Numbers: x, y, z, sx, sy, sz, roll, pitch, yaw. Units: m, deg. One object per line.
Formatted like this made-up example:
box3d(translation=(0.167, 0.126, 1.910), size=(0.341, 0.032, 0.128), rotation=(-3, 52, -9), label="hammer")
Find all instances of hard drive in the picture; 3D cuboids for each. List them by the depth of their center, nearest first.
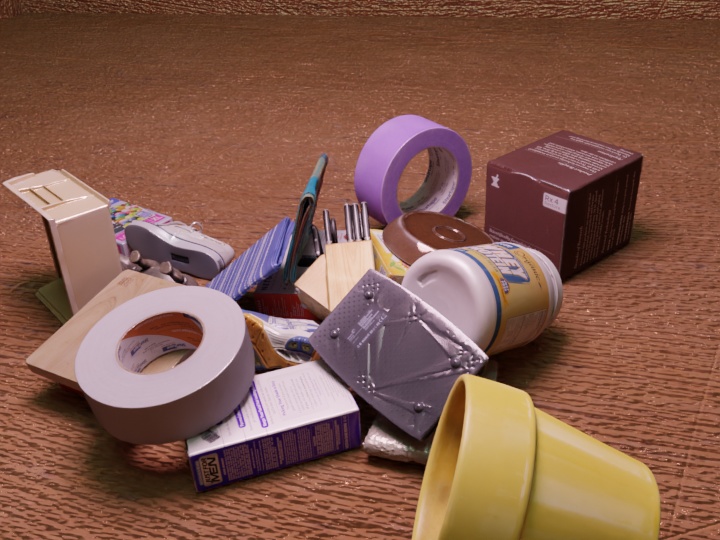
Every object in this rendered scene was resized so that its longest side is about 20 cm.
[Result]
box3d(translation=(0.044, 0.098, 0.883), size=(0.200, 0.042, 0.135), rotation=(37, 82, 34), label="hard drive")

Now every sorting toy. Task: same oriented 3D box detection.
box3d(translation=(-0.299, 0.105, 0.998), size=(0.198, 0.070, 0.200), rotation=(13, 44, 25), label="sorting toy")

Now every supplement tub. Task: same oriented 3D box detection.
box3d(translation=(0.163, 0.038, 0.972), size=(0.144, 0.145, 0.199), rotation=(26, 23, 39), label="supplement tub")

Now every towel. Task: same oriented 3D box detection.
box3d(translation=(0.093, 0.168, 0.909), size=(0.132, 0.035, 0.200), rotation=(7, 32, 20), label="towel")
box3d(translation=(-0.176, 0.012, 1.097), size=(0.200, 0.024, 0.145), rotation=(-37, 22, 25), label="towel")
box3d(translation=(-0.080, -0.084, 1.126), size=(0.022, 0.147, 0.200), rotation=(16, 25, -2), label="towel")

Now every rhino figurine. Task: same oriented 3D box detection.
box3d(translation=(-0.333, 0.012, 1.168), size=(0.199, 0.087, 0.060), rotation=(18, 75, 34), label="rhino figurine")

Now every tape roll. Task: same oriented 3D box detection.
box3d(translation=(-0.228, 0.106, 0.875), size=(0.199, 0.066, 0.201), rotation=(-5, 38, 4), label="tape roll")
box3d(translation=(0.094, -0.164, 1.295), size=(0.199, 0.201, 0.085), rotation=(-21, 35, -26), label="tape roll")

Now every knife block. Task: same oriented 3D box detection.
box3d(translation=(0.000, 0.000, 1.057), size=(0.200, 0.064, 0.176), rotation=(35, 70, 23), label="knife block")

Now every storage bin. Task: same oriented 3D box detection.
box3d(translation=(-0.448, -0.033, 1.131), size=(0.094, 0.201, 0.198), rotation=(-26, 38, -34), label="storage bin")

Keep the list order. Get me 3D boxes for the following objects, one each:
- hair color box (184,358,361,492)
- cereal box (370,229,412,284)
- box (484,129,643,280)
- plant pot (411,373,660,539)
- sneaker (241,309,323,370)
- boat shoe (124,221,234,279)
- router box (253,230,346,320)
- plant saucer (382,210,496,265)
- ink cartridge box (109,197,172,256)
box3d(translation=(-0.110, 0.179, 0.882), size=(0.199, 0.065, 0.109), rotation=(-11, 33, -15), label="hair color box")
box3d(translation=(0.111, -0.008, 1.142), size=(0.199, 0.040, 0.144), rotation=(6, 28, -20), label="cereal box")
box3d(translation=(0.331, -0.112, 1.219), size=(0.199, 0.165, 0.166), rotation=(-25, 38, -31), label="box")
box3d(translation=(0.160, 0.216, 0.686), size=(0.188, 0.201, 0.201), rotation=(15, 33, 2), label="plant pot")
box3d(translation=(-0.104, 0.099, 1.024), size=(0.199, 0.076, 0.088), rotation=(18, 20, 27), label="sneaker")
box3d(translation=(-0.303, -0.050, 1.267), size=(0.201, 0.075, 0.086), rotation=(15, 34, 21), label="boat shoe")
box3d(translation=(-0.059, 0.004, 1.177), size=(0.179, 0.049, 0.200), rotation=(1, 32, 6), label="router box")
box3d(translation=(0.133, -0.044, 1.142), size=(0.199, 0.035, 0.200), rotation=(12, 26, -6), label="plant saucer")
box3d(translation=(-0.458, -0.084, 1.374), size=(0.199, 0.042, 0.119), rotation=(16, 36, 31), label="ink cartridge box")
